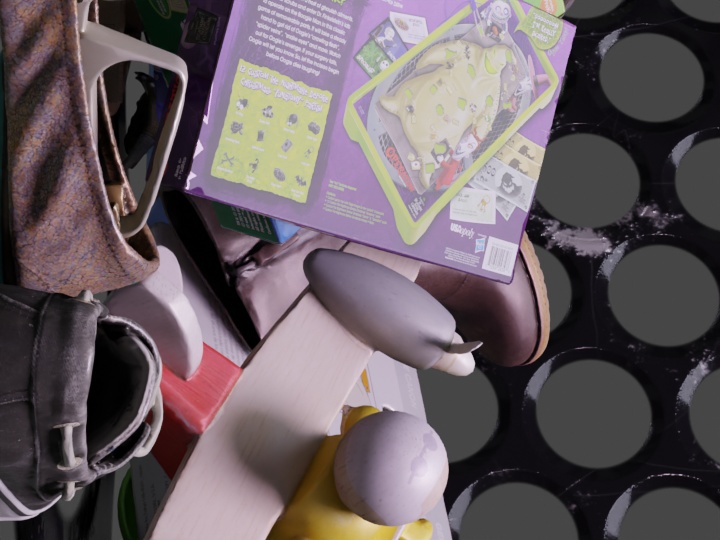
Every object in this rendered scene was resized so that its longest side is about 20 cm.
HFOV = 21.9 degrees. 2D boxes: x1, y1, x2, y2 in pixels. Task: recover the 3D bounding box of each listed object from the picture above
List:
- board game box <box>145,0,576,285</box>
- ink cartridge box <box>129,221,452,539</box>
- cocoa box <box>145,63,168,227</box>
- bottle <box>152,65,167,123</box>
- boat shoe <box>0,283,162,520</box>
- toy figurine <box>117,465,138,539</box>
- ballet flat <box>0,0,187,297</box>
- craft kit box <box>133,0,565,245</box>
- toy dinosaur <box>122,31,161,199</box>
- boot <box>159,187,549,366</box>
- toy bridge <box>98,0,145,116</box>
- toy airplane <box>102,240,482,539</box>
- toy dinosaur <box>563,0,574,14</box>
[{"bbox_3d":[0.008,-0.070,0.752,0.200,0.032,0.120,16,93,-47],"label":"board game box"},{"bbox_3d":[-0.035,0.089,0.915,0.044,0.173,0.201,-33,-127,33],"label":"ink cartridge box"},{"bbox_3d":[-0.054,-0.083,1.100,0.131,0.133,0.201,-51,142,-86],"label":"cocoa box"},{"bbox_3d":[-0.054,-0.150,0.809,0.065,0.083,0.201,-30,122,-55],"label":"bottle"},{"bbox_3d":[-0.096,0.044,0.592,0.200,0.063,0.071,89,2,-81],"label":"boat shoe"},{"bbox_3d":[-0.077,0.206,0.964,0.150,0.200,0.184,-34,170,-37],"label":"toy figurine"},{"bbox_3d":[-0.091,-0.082,0.614,0.068,0.067,0.201,-88,180,-60],"label":"ballet flat"},{"bbox_3d":[-0.009,-0.148,0.763,0.197,0.048,0.200,-38,126,-29],"label":"craft kit box"},{"bbox_3d":[-0.084,-0.134,0.895,0.200,0.077,0.103,96,-10,-54],"label":"toy dinosaur"},{"bbox_3d":[0.000,0.000,0.946,0.166,0.072,0.200,-41,107,-35],"label":"boot"},{"bbox_3d":[-0.109,-0.096,0.751,0.200,0.027,0.067,-85,176,-84],"label":"toy bridge"},{"bbox_3d":[-0.030,0.073,0.746,0.199,0.141,0.201,6,77,-47],"label":"toy airplane"},{"bbox_3d":[0.032,-0.111,1.089,0.200,0.105,0.182,-55,-167,13],"label":"toy dinosaur"}]
